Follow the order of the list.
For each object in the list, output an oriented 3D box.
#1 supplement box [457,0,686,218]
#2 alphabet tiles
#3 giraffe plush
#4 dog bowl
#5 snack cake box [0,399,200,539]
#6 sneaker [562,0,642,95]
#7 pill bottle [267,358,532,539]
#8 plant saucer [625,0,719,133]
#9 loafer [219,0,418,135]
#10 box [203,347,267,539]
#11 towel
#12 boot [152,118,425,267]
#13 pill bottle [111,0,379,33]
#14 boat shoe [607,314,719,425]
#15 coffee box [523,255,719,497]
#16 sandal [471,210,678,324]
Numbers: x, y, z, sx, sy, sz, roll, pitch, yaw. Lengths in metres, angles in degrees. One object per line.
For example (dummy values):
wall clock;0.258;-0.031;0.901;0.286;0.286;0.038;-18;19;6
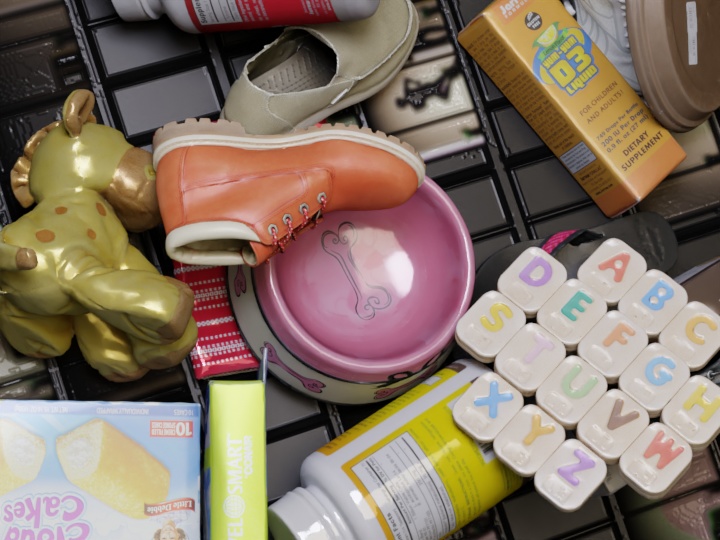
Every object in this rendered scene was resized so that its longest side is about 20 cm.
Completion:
supplement box;0.172;-0.143;1.626;0.066;0.069;0.200;-42;90;-19
alphabet tiles;0.171;0.073;1.473;0.200;0.015;0.196;39;70;19
giraffe plush;-0.201;-0.033;1.463;0.199;0.172;0.163;27;61;-26
dog bowl;0.000;0.000;1.526;0.199;0.074;0.202;2;80;-14
snack cake box;-0.219;0.156;1.464;0.198;0.067;0.116;2;78;-14
sneaker;0.205;-0.220;1.615;0.075;0.081;0.200;-46;122;-16
pill bottle;0.031;0.160;1.507;0.199;0.109;0.110;-31;89;-18
plant saucer;0.268;-0.213;1.617;0.200;0.029;0.202;-3;94;-58
loafer;-0.025;-0.166;1.561;0.076;0.068;0.200;42;62;13
box;-0.092;0.165;1.466;0.047;0.122;0.202;0;79;-6
towel;-0.078;-0.024;1.560;0.144;0.022;0.202;-9;82;-16
boot;-0.049;-0.047;1.432;0.198;0.075;0.108;-1;57;-7
pill bottle;-0.089;-0.240;1.522;0.198;0.112;0.113;-3;79;13
boat shoe;0.268;0.067;1.523;0.199;0.074;0.066;-31;102;-9
coffee box;0.235;0.083;1.592;0.199;0.080;0.115;-30;90;-18
sandal;0.173;-0.002;1.610;0.199;0.045;0.076;-22;86;-18
